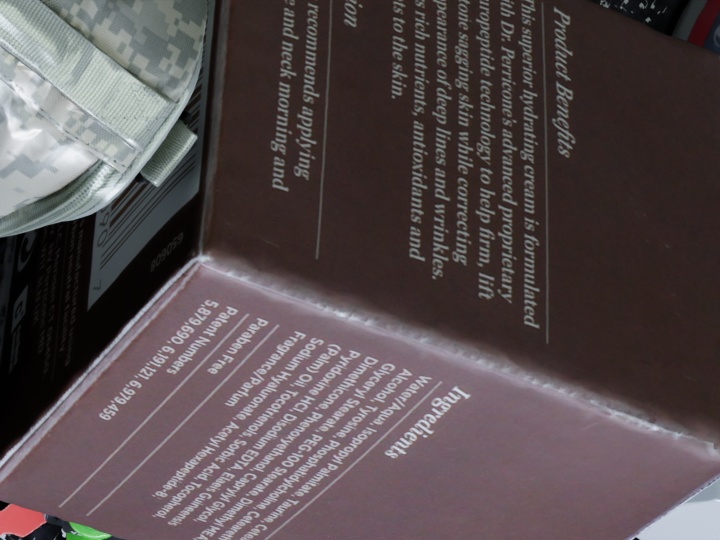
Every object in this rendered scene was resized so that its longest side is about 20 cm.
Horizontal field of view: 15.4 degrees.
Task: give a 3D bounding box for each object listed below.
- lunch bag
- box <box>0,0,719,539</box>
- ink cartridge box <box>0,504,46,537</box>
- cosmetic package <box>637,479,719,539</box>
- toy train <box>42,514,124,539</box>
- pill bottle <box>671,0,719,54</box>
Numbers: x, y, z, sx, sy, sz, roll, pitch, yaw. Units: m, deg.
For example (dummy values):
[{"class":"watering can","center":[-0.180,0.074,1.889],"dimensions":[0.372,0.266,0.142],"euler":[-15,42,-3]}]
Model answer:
[{"class":"lunch bag","center":[-0.147,-0.106,0.785],"dimensions":[0.200,0.168,0.140],"euler":[39,85,-27]},{"class":"box","center":[0.000,0.000,0.890],"dimensions":[0.199,0.164,0.167],"euler":[21,51,-23]},{"class":"ink cartridge box","center":[-0.099,0.180,1.015],"dimensions":[0.161,0.050,0.201],"euler":[-33,124,-26]},{"class":"cosmetic package","center":[0.152,0.050,1.084],"dimensions":[0.200,0.051,0.152],"euler":[37,50,-58]},{"class":"toy train","center":[-0.017,0.094,0.982],"dimensions":[0.198,0.042,0.057],"euler":[13,67,-1]},{"class":"pill bottle","center":[0.230,-0.061,1.093],"dimensions":[0.119,0.199,0.121],"euler":[-13,112,-35]}]
